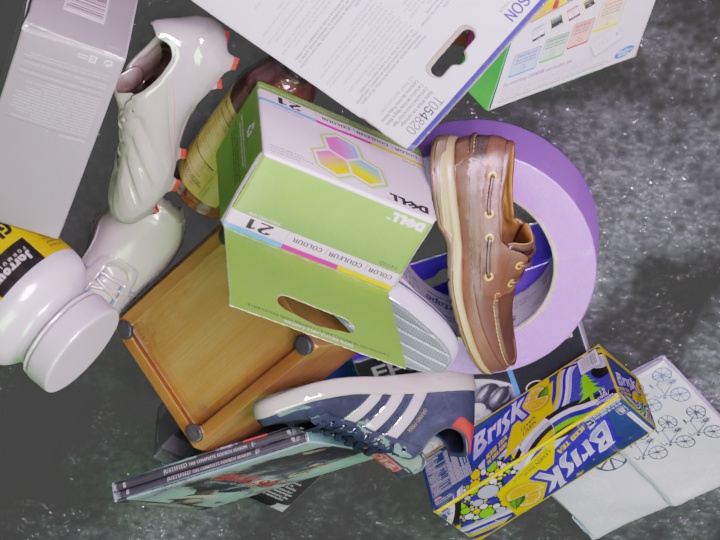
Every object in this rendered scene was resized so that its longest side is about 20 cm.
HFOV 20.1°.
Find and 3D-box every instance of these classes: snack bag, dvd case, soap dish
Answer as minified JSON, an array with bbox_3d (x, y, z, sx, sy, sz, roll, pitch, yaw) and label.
[{"bbox_3d":[0.247,0.170,1.890,0.199,0.021,0.189,-27,128,26],"label":"snack bag"},{"bbox_3d":[-0.094,0.172,1.761,0.199,0.022,0.146,-18,163,24],"label":"dvd case"},{"bbox_3d":[-0.103,0.046,1.689,0.200,0.081,0.158,-39,80,32],"label":"soap dish"}]

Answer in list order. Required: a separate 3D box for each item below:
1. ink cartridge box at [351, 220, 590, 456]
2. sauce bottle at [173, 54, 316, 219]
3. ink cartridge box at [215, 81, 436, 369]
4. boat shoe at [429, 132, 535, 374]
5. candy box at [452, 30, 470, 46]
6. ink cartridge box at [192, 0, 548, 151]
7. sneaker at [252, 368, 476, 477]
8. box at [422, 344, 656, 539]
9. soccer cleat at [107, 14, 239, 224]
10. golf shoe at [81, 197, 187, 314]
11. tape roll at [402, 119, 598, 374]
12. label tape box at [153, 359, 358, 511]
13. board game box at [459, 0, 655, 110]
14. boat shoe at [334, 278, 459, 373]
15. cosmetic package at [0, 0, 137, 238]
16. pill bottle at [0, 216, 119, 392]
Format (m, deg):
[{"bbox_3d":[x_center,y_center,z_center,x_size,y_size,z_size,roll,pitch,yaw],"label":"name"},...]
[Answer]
[{"bbox_3d":[0.095,0.066,1.755,0.197,0.043,0.200,-19,131,5],"label":"ink cartridge box"},{"bbox_3d":[-0.076,-0.123,1.582,0.066,0.066,0.200,26,129,-22],"label":"sauce bottle"},{"bbox_3d":[-0.022,-0.034,1.481,0.147,0.200,0.076,21,119,-20],"label":"ink cartridge box"},{"bbox_3d":[0.102,-0.011,1.562,0.067,0.072,0.201,-5,114,13],"label":"boat shoe"},{"bbox_3d":[0.033,-0.231,1.476,0.199,0.057,0.117,10,134,-6],"label":"candy box"},{"bbox_3d":[0.010,-0.203,1.411,0.200,0.041,0.200,35,133,-10],"label":"ink cartridge box"},{"bbox_3d":[0.009,0.129,1.649,0.199,0.085,0.075,-3,175,-25],"label":"sneaker"},{"bbox_3d":[0.154,0.152,1.775,0.200,0.064,0.070,-34,133,19],"label":"box"},{"bbox_3d":[-0.166,-0.120,1.581,0.077,0.069,0.200,6,131,-33],"label":"soccer cleat"},{"bbox_3d":[-0.214,0.018,1.703,0.078,0.097,0.200,31,126,-20],"label":"golf shoe"},{"bbox_3d":[0.092,-0.018,1.638,0.199,0.066,0.201,3,118,6],"label":"tape roll"},{"bbox_3d":[-0.075,0.120,1.822,0.143,0.066,0.200,26,131,-23],"label":"label tape box"},{"bbox_3d":[0.158,-0.219,1.436,0.153,0.040,0.201,-22,145,-33],"label":"board game box"},{"bbox_3d":[0.000,0.000,1.585,0.200,0.067,0.074,36,141,-10],"label":"boat shoe"},{"bbox_3d":[-0.237,-0.133,1.549,0.090,0.107,0.200,18,131,-15],"label":"cosmetic package"},{"bbox_3d":[-0.293,0.002,1.619,0.200,0.112,0.113,40,133,12],"label":"pill bottle"}]
